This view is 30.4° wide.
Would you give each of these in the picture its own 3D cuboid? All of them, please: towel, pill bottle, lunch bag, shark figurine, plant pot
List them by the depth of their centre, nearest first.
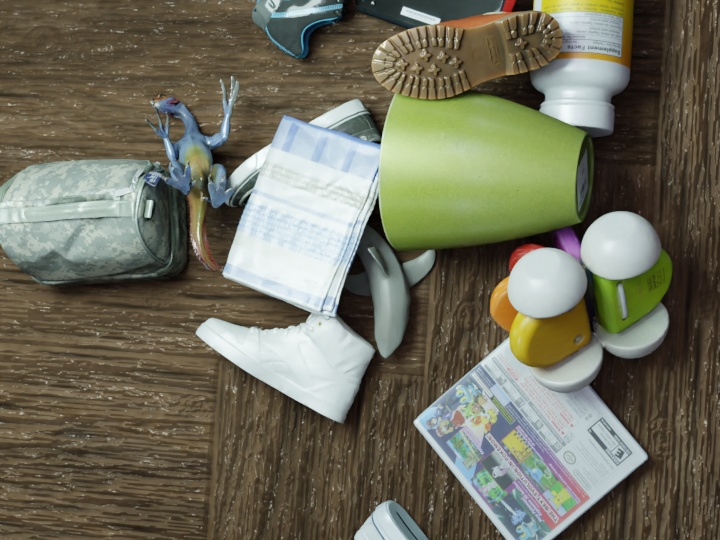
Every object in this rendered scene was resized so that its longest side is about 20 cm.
[{"bbox_3d":[0.143,-0.106,1.414,0.197,0.187,0.190,6,87,20],"label":"plant pot"},{"bbox_3d":[0.242,-0.252,1.456,0.109,0.111,0.203,3,87,12],"label":"pill bottle"},{"bbox_3d":[-0.059,-0.061,1.473,0.145,0.024,0.202,18,84,19],"label":"towel"},{"bbox_3d":[-0.003,-0.022,1.505,0.128,0.089,0.215,-45,79,2],"label":"shark figurine"},{"bbox_3d":[-0.307,-0.058,1.527,0.197,0.168,0.142,-3,86,11],"label":"lunch bag"}]

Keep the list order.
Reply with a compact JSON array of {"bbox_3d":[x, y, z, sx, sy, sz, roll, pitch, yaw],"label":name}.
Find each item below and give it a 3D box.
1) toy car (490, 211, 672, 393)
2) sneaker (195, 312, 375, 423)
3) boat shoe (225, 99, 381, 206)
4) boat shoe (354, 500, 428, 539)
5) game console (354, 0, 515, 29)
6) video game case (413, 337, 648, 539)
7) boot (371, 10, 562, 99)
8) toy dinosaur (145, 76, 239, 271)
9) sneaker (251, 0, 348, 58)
[{"bbox_3d":[0.232,0.017,1.427,0.198,0.176,0.150,-26,41,-7],"label":"toy car"},{"bbox_3d":[-0.081,0.077,1.526,0.198,0.074,0.117,28,90,2],"label":"sneaker"},{"bbox_3d":[-0.069,-0.121,1.531,0.199,0.071,0.064,-31,77,6],"label":"boat shoe"},{"bbox_3d":[0.071,0.354,1.482,0.067,0.073,0.201,-44,69,20],"label":"boat shoe"},{"bbox_3d":[0.100,-0.354,1.509,0.199,0.031,0.179,24,97,31],"label":"game console"},{"bbox_3d":[0.189,0.189,1.485,0.182,0.023,0.201,-41,81,6],"label":"video game case"},{"bbox_3d":[0.104,-0.232,1.403,0.197,0.107,0.076,-10,108,-6],"label":"boot"},{"bbox_3d":[-0.205,-0.128,1.528,0.104,0.182,0.203,6,108,-18],"label":"toy dinosaur"},{"bbox_3d":[-0.032,-0.335,1.543,0.200,0.073,0.082,-43,83,17],"label":"sneaker"}]
